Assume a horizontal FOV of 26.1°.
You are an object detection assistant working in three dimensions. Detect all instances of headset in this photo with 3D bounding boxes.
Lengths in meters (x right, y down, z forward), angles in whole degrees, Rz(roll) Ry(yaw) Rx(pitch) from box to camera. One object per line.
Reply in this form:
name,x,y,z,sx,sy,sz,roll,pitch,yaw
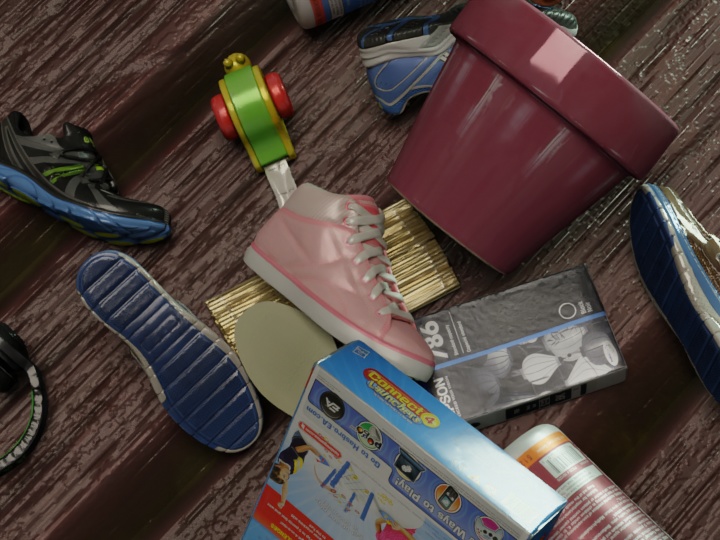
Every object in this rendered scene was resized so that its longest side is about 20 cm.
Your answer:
headset,-0.337,0.080,1.309,0.123,0.094,0.200,-19,81,-5

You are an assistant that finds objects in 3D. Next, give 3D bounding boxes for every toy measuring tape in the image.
toy measuring tape,-0.083,-0.112,1.341,0.073,0.074,0.200,-20,64,-2

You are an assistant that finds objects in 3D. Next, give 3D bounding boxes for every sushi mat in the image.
sushi mat,-0.023,0.020,1.312,0.200,0.012,0.096,-27,65,-5

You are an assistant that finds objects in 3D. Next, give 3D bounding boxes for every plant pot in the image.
plant pot,0.124,-0.105,1.255,0.200,0.200,0.179,42,98,21

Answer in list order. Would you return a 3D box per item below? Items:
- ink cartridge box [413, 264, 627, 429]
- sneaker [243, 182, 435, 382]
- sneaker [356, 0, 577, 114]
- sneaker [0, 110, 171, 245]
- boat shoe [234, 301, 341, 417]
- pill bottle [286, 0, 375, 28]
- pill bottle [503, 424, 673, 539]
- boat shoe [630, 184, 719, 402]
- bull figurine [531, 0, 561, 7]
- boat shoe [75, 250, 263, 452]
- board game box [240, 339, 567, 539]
ink cartridge box,0.106,0.072,1.261,0.200,0.039,0.100,-19,67,0
sneaker,0.000,0.000,1.248,0.200,0.075,0.105,38,97,31
sneaker,0.095,-0.191,1.364,0.200,0.076,0.077,-12,110,-10
sneaker,-0.248,-0.083,1.353,0.199,0.071,0.083,27,79,20
boat shoe,-0.022,0.100,1.238,0.201,0.063,0.074,37,80,24
pill bottle,0.018,-0.304,1.390,0.200,0.112,0.112,-23,66,-2
pill bottle,0.174,0.218,1.152,0.110,0.110,0.200,-41,68,-10
boat shoe,0.281,0.014,1.244,0.072,0.072,0.200,-12,63,-17
bull figurine,0.115,-0.313,1.324,0.200,0.065,0.122,36,83,-25
boat shoe,-0.150,0.062,1.274,0.072,0.072,0.200,-38,94,0
board game box,0.025,0.187,1.143,0.200,0.196,0.056,37,37,19
